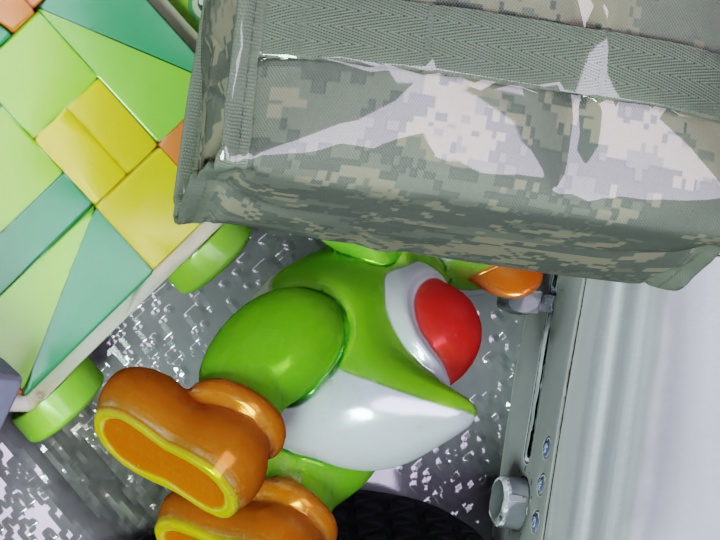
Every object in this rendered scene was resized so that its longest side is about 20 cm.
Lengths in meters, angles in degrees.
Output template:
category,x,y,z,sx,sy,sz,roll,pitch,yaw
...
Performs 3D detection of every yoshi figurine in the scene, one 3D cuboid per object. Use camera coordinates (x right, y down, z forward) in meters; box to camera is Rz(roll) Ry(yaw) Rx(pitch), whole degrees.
category,x,y,z,sx,sy,sz,roll,pitch,yaw
yoshi figurine,-0.011,-0.001,0.894,0.112,0.112,0.200,42,63,-9

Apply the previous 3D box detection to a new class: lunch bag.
category,x,y,z,sx,sy,sz,roll,pitch,yaw
lunch bag,0.041,-0.107,0.819,0.163,0.118,0.201,8,79,-10

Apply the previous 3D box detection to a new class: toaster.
category,x,y,z,sx,sy,sz,roll,pitch,yaw
toaster,0.140,0.045,0.935,0.199,0.114,0.130,3,89,-13

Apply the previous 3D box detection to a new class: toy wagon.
category,x,y,z,sx,sy,sz,roll,pitch,yaw
toy wagon,-0.103,-0.050,0.902,0.200,0.040,0.155,-44,103,-9

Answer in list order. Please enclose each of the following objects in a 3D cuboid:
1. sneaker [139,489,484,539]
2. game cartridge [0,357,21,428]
category,x,y,z,sx,sy,sz,roll,pitch,yaw
sneaker,-0.051,0.131,0.917,0.199,0.072,0.083,-13,108,-8
game cartridge,-0.181,0.111,0.833,0.129,0.038,0.201,12,107,-56
